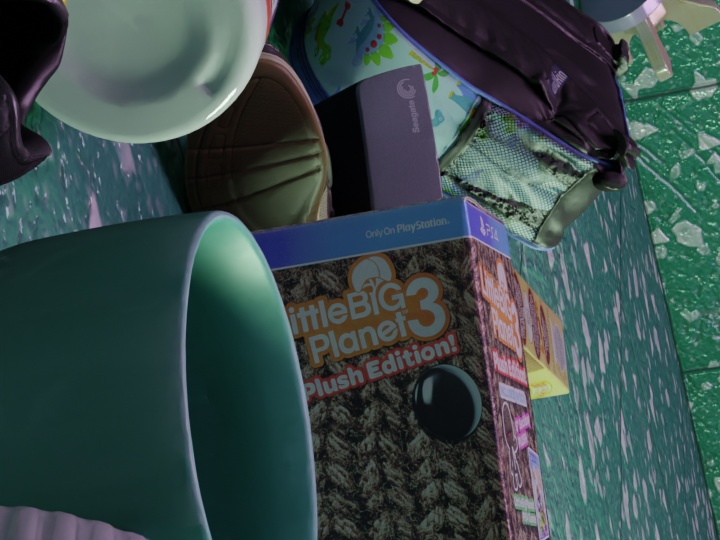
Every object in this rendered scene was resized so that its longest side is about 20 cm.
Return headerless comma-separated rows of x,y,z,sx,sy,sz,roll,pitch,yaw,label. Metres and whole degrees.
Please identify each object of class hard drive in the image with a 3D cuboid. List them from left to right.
0.000,0.000,1.261,0.135,0.042,0.201,-19,-106,59,hard drive

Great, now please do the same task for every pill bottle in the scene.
-0.082,-0.146,0.994,0.200,0.111,0.112,-78,155,-60,pill bottle

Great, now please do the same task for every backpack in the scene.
0.051,-0.109,1.439,0.199,0.147,0.183,32,28,-15,backpack

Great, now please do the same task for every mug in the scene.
-0.093,0.062,0.787,0.185,0.114,0.153,10,71,-76,mug

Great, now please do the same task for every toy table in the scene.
0.370,-0.338,3.079,0.117,0.183,0.201,54,33,-27,toy table

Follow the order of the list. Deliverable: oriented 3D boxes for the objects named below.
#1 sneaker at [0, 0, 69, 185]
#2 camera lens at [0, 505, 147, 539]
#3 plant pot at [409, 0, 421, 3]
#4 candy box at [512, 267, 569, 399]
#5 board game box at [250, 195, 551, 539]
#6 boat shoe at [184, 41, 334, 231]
-0.134,-0.095,0.782,0.075,0.084,0.201,64,21,-55,sneaker
-0.097,0.180,0.572,0.201,0.159,0.161,-86,162,-46,camera lens
0.039,-0.312,1.342,0.200,0.177,0.200,45,26,-17,plant pot
0.059,0.047,1.479,0.200,0.115,0.056,41,40,-71,candy box
-0.004,0.081,1.069,0.097,0.158,0.201,24,57,-75,board game box
-0.049,-0.045,1.179,0.202,0.071,0.066,78,2,-47,boat shoe
